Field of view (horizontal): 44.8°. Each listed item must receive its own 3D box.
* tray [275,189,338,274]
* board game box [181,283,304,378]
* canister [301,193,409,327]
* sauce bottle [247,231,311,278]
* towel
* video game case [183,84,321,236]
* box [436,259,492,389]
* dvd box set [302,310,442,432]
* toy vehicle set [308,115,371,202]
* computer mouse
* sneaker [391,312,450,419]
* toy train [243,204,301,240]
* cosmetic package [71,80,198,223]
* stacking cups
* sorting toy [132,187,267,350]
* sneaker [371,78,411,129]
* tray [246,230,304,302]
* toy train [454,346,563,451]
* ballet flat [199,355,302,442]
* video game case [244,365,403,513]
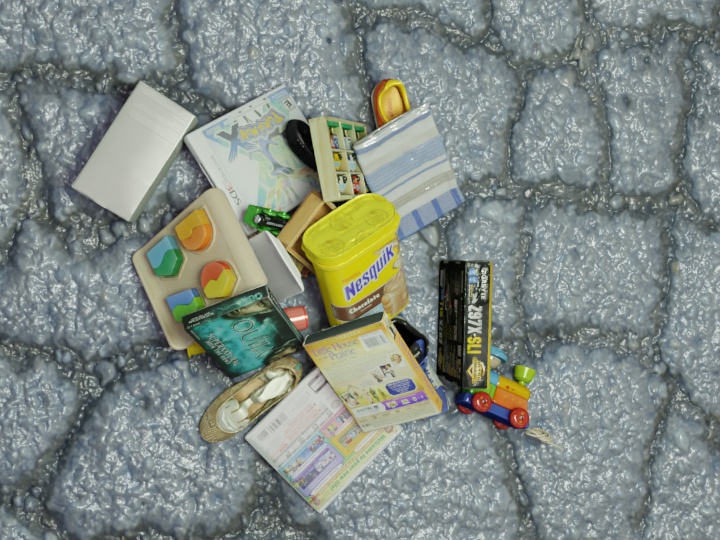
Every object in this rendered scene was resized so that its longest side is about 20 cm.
[{"bbox_3d":[-0.045,-0.035,1.385,0.099,0.037,0.200,-54,141,-5],"label":"tray"},{"bbox_3d":[-0.174,0.097,1.348,0.135,0.200,0.028,-22,60,3],"label":"board game box"},{"bbox_3d":[0.000,0.000,1.355,0.148,0.087,0.200,-35,139,-20],"label":"canister"},{"bbox_3d":[-0.164,-0.052,1.415,0.200,0.066,0.066,25,87,-6],"label":"sauce bottle"},{"bbox_3d":[0.083,-0.157,1.422,0.147,0.024,0.200,-31,122,-9],"label":"towel"},{"bbox_3d":[-0.153,-0.178,1.400,0.200,0.022,0.183,-35,96,-28],"label":"video game case"},{"bbox_3d":[0.167,0.083,1.419,0.049,0.160,0.201,1,90,-8],"label":"box"},{"bbox_3d":[0.021,0.163,1.375,0.146,0.029,0.200,-20,118,26],"label":"dvd box set"},{"bbox_3d":[-0.023,-0.172,1.370,0.026,0.200,0.125,-10,93,19],"label":"toy vehicle set"},{"bbox_3d":[-0.061,-0.157,1.415,0.034,0.059,0.200,-28,103,26],"label":"computer mouse"},{"bbox_3d":[0.081,0.157,1.429,0.080,0.115,0.200,-27,95,-6],"label":"sneaker"},{"bbox_3d":[-0.102,-0.070,1.379,0.200,0.056,0.042,10,103,-50],"label":"toy train"},{"bbox_3d":[-0.351,-0.183,1.374,0.107,0.090,0.200,34,89,-7],"label":"cosmetic package"},{"bbox_3d":[-0.186,0.093,1.423,0.200,0.060,0.061,-11,93,-13],"label":"stacking cups"},{"bbox_3d":[-0.256,-0.002,1.346,0.200,0.036,0.185,-35,72,23],"label":"sorting toy"},{"bbox_3d":[0.063,-0.214,1.437,0.073,0.077,0.200,-21,103,-9],"label":"sneaker"},{"bbox_3d":[-0.149,0.000,1.359,0.022,0.200,0.108,-34,96,-29],"label":"tray"},{"bbox_3d":[0.271,0.214,1.482,0.200,0.085,0.116,24,74,-8],"label":"toy train"},{"bbox_3d":[-0.179,0.210,1.416,0.200,0.065,0.071,-41,100,-5],"label":"ballet flat"},{"bbox_3d":[-0.060,0.270,1.457,0.200,0.022,0.182,-44,96,-6],"label":"video game case"}]
